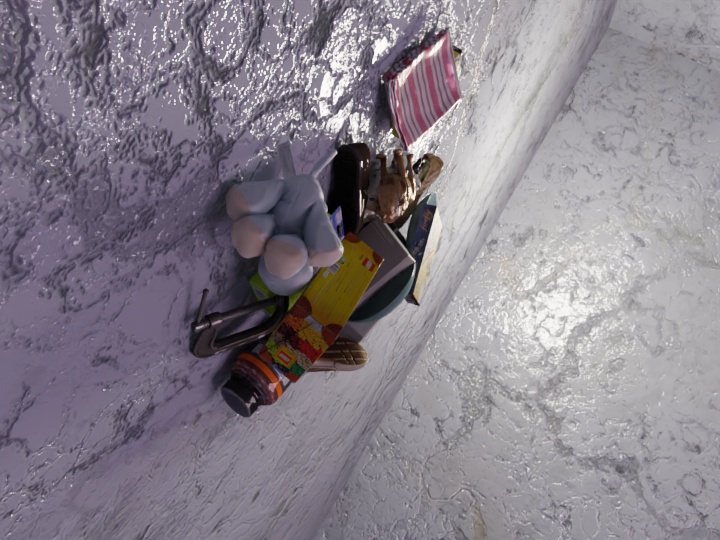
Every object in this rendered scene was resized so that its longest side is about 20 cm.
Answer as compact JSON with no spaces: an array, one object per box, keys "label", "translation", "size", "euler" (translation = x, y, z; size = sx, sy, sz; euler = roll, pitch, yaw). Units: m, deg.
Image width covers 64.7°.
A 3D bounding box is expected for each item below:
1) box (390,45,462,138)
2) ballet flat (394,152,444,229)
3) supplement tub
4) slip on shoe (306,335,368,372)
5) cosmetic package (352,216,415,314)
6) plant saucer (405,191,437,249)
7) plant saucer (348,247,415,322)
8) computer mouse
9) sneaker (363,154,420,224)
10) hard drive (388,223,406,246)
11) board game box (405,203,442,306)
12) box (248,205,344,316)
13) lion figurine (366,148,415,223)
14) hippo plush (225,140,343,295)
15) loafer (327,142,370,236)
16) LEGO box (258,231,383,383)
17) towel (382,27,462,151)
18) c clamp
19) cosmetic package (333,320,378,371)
[{"label":"box","translation":[0.132,-0.353,1.127],"size":[0.201,0.050,0.076],"euler":[-55,162,-17]},{"label":"ballet flat","translation":[0.116,-0.191,1.334],"size":[0.065,0.070,0.201],"euler":[34,91,-34]},{"label":"supplement tub","translation":[-0.163,0.168,1.035],"size":[0.200,0.106,0.108],"euler":[-47,159,-35]},{"label":"slip on shoe","translation":[-0.082,0.186,1.209],"size":[0.197,0.077,0.061],"euler":[3,141,-24]},{"label":"cosmetic package","translation":[0.000,0.000,1.128],"size":[0.200,0.107,0.090],"euler":[-43,164,9]},{"label":"plant saucer","translation":[0.144,-0.096,1.386],"size":[0.201,0.038,0.205],"euler":[14,90,-74]},{"label":"plant saucer","translation":[0.043,0.038,1.194],"size":[0.036,0.199,0.201],"euler":[47,68,-27]},{"label":"computer mouse","translation":[0.073,-0.167,1.253],"size":[0.201,0.034,0.059],"euler":[-54,163,8]},{"label":"sneaker","translation":[0.035,-0.162,1.150],"size":[0.199,0.075,0.082],"euler":[-41,124,-27]},{"label":"hard drive","translation":[0.043,-0.041,1.335],"size":[0.139,0.033,0.200],"euler":[-42,164,4]},{"label":"board game box","translation":[0.138,-0.033,1.288],"size":[0.136,0.034,0.203],"euler":[50,56,-71]},{"label":"box","translation":[-0.105,-0.019,0.991],"size":[0.201,0.047,0.123],"euler":[-52,161,-22]},{"label":"lion figurine","translation":[0.073,-0.153,1.056],"size":[0.199,0.071,0.125],"euler":[-16,97,-63]},{"label":"hippo plush","translation":[-0.120,-0.054,0.808],"size":[0.161,0.156,0.203],"euler":[126,-37,-55]},{"label":"loafer","translation":[-0.009,-0.142,1.023],"size":[0.071,0.072,0.202],"euler":[-43,156,-40]},{"label":"LEGO box","translation":[-0.060,0.056,0.907],"size":[0.149,0.077,0.201],"euler":[-49,-175,43]},{"label":"towel","translation":[0.124,-0.334,1.049],"size":[0.200,0.030,0.148],"euler":[-45,134,-27]},{"label":"c clamp","translation":[-0.180,0.076,0.878],"size":[0.198,0.027,0.172],"euler":[-14,146,-48]},{"label":"cosmetic package","translation":[-0.029,0.139,1.326],"size":[0.108,0.085,0.200],"euler":[-45,174,-36]}]
